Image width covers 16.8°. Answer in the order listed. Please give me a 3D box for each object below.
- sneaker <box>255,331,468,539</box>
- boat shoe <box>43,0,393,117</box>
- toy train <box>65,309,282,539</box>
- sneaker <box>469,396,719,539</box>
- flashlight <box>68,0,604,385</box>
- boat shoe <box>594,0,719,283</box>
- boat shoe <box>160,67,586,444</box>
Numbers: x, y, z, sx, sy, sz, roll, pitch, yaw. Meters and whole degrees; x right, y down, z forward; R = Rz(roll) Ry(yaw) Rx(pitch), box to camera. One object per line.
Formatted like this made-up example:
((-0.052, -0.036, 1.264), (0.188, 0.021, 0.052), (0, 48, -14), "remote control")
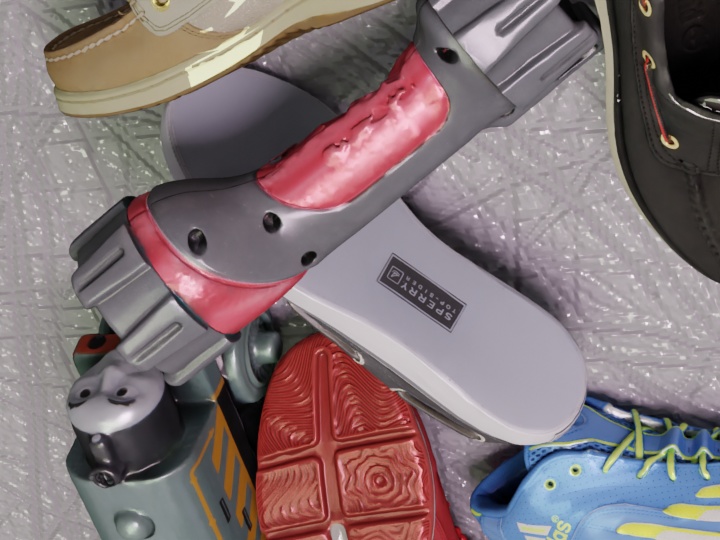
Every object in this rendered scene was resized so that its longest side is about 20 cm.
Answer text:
((0.013, 0.114, 1.039), (0.078, 0.116, 0.201), (-8, 99, 14), "sneaker")
((-0.041, -0.113, 0.859), (0.199, 0.074, 0.067), (-21, 109, 32), "boat shoe")
((-0.067, 0.095, 1.025), (0.085, 0.114, 0.201), (-1, 131, 20), "toy train")
((0.123, 0.092, 0.981), (0.199, 0.076, 0.105), (-28, 117, 38), "sneaker")
((-0.011, -0.044, 0.860), (0.200, 0.068, 0.068), (-40, 85, 14), "flashlight")
((0.124, -0.065, 0.827), (0.073, 0.063, 0.202), (-27, 128, -11), "boat shoe")
((0.000, 0.000, 0.951), (0.199, 0.070, 0.066), (35, 158, -7), "boat shoe")
